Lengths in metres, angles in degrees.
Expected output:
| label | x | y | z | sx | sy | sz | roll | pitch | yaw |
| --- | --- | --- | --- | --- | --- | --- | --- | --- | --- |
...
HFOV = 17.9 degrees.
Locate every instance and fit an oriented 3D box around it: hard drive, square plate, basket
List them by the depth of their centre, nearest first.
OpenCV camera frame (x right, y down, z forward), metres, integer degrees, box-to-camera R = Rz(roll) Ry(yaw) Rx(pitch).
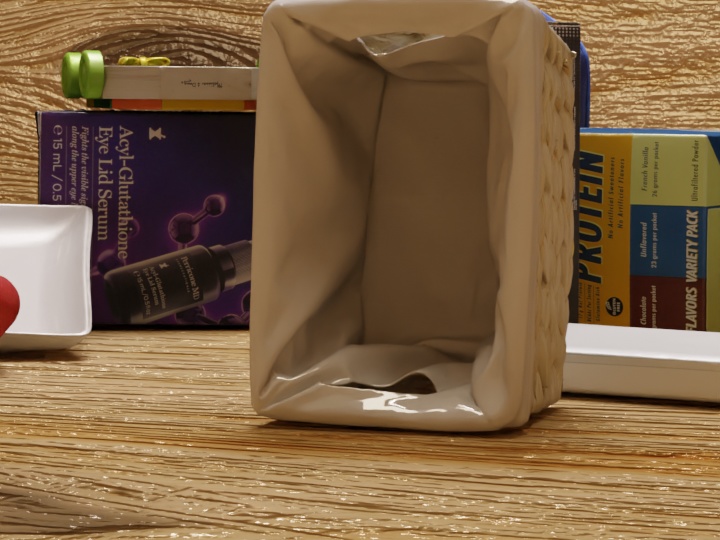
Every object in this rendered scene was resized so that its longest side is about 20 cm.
| label | x | y | z | sx | sy | sz | roll | pitch | yaw |
| --- | --- | --- | --- | --- | --- | --- | --- | --- | --- |
| basket | 0.030 | -0.026 | 1.106 | 0.135 | 0.201 | 0.123 | 2 | -2 | 17 |
| hard drive | 0.163 | 0.049 | 1.218 | 0.199 | 0.027 | 0.132 | 2 | 4 | 32 |
| square plate | -0.268 | 0.007 | 1.434 | 0.199 | 0.029 | 0.198 | 0 | 25 | -6 |

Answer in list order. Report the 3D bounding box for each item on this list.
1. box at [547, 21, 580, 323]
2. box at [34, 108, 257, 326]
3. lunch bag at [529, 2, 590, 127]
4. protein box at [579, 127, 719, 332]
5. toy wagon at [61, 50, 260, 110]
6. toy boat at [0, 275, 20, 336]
| label | x | y | z | sx | sy | sz | roll | pitch | yaw |
| --- | --- | --- | --- | --- | --- | --- | --- | --- | --- |
| box | 0.069 | -0.052 | 1.421 | 0.044 | 0.201 | 0.160 | -3 | 6 | -35 |
| box | -0.123 | -0.038 | 1.587 | 0.199 | 0.149 | 0.104 | -1 | 4 | -3 |
| lunch bag | 0.103 | -0.103 | 1.742 | 0.132 | 0.201 | 0.136 | -21 | 43 | -22 |
| protein box | 0.179 | -0.027 | 1.527 | 0.199 | 0.136 | 0.198 | 3 | 5 | 33 |
| toy wagon | -0.130 | -0.132 | 1.609 | 0.154 | 0.040 | 0.200 | 0 | 4 | -18 |
| toy boat | -0.265 | -0.042 | 1.284 | 0.131 | 0.200 | 0.130 | -46 | 8 | -7 |
